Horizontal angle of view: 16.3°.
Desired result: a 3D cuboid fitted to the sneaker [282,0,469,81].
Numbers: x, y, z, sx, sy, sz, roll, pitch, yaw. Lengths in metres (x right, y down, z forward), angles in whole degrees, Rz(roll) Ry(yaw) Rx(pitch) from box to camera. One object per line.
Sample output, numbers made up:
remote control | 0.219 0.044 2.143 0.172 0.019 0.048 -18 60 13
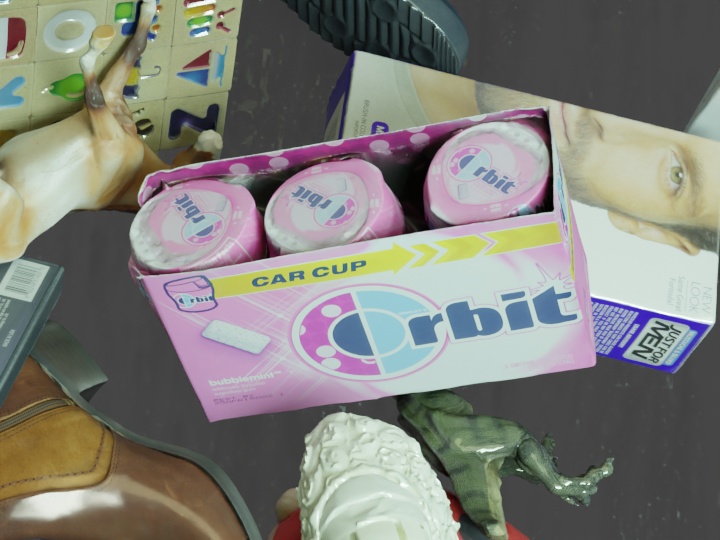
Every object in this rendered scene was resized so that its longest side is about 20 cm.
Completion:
sneaker | -0.015 -0.173 1.291 0.200 0.070 0.082 35 56 13

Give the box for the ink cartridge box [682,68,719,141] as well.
ink cartridge box | 0.264 -0.109 1.313 0.125 0.129 0.200 32 61 2

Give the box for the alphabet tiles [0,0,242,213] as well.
alphabet tiles | -0.153 -0.085 1.168 0.199 0.167 0.006 -9 48 -20

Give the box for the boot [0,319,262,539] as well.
boot | -0.156 0.114 1.080 0.188 0.069 0.200 50 40 13

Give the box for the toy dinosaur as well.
toy dinosaur | 0.063 0.086 1.177 0.088 0.048 0.200 15 19 -23

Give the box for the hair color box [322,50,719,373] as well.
hair color box | 0.078 -0.029 1.259 0.199 0.065 0.110 14 60 -10

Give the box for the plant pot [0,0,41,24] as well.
plant pot | -0.239 -0.201 1.197 0.188 0.201 0.202 -2 63 2

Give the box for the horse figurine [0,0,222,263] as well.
horse figurine | -0.149 -0.051 1.146 0.199 0.133 0.050 -28 55 -28

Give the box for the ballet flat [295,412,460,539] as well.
ballet flat | 0.016 0.149 1.071 0.071 0.072 0.201 -5 70 -17

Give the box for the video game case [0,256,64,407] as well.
video game case | -0.245 0.014 1.118 0.199 0.019 0.143 13 30 3

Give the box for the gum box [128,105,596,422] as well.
gum box | 0.000 0.000 1.151 0.199 0.114 0.066 -9 51 10

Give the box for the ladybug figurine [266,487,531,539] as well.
ladybug figurine | 0.040 0.166 1.144 0.200 0.072 0.136 37 61 5
